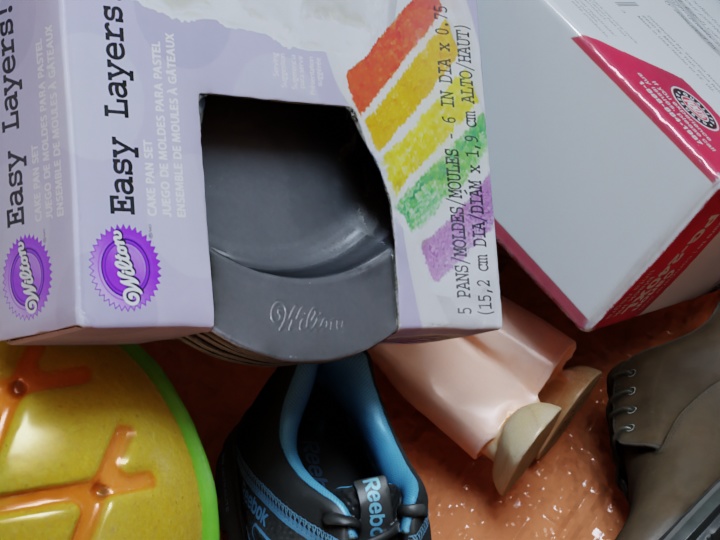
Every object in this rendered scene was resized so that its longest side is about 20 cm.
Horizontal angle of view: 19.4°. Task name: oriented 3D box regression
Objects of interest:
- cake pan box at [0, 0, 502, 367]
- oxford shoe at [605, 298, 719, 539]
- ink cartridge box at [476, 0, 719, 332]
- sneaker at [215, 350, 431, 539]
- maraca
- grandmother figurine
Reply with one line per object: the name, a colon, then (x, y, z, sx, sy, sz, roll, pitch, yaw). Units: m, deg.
cake pan box: (-0.038, -0.068, 0.700, 0.183, 0.052, 0.202, 3, 81, -40)
oxford shoe: (0.122, 0.078, 0.808, 0.084, 0.073, 0.200, 22, 45, 24)
ink cartridge box: (0.108, -0.063, 0.845, 0.145, 0.084, 0.199, 47, 26, 18)
sneaker: (-0.006, 0.116, 0.720, 0.073, 0.082, 0.201, -4, 55, -23)
maraca: (-0.133, 0.058, 0.696, 0.137, 0.107, 0.200, -40, 88, -5)
grandmother figurine: (0.000, 0.000, 0.831, 0.199, 0.061, 0.121, 38, 23, 12)
